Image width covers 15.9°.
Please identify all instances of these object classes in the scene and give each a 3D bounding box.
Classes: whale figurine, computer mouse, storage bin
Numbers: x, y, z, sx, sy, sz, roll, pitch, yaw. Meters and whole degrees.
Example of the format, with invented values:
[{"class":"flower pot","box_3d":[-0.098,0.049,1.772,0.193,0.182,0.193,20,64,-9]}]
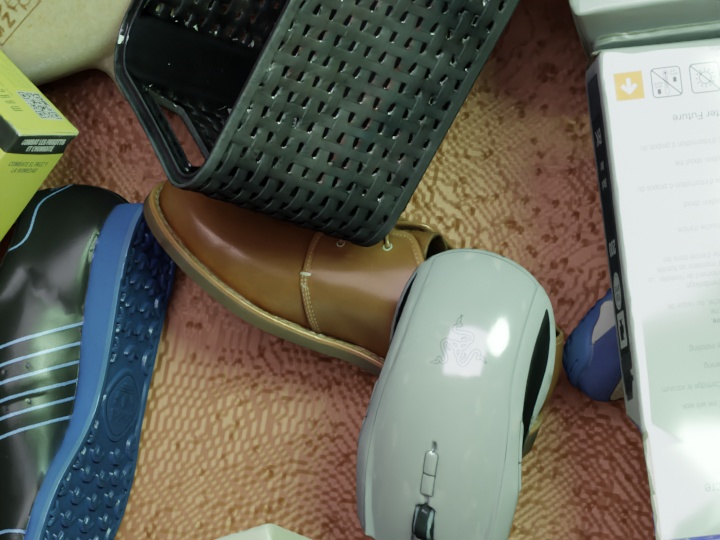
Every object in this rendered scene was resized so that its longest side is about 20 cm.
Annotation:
[{"class":"whale figurine","box_3d":[-0.138,-0.138,1.174,0.159,0.104,0.200,44,112,0]},{"class":"computer mouse","box_3d":[0.028,0.088,1.064,0.109,0.044,0.201,14,110,14]},{"class":"storage bin","box_3d":[-0.008,-0.128,1.050,0.200,0.094,0.135,-60,31,20]}]

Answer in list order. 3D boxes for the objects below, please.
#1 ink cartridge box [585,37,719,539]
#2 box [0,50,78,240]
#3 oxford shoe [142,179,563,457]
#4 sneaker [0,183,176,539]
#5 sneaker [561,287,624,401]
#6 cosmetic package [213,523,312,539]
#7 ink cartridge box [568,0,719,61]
[{"class":"ink cartridge box","box_3d":[0.199,0.002,1.025,0.197,0.043,0.201,-6,81,0]},{"class":"box","box_3d":[-0.212,-0.008,1.137,0.075,0.050,0.200,44,109,20]},{"class":"oxford shoe","box_3d":[0.000,0.000,1.107,0.200,0.071,0.071,29,122,10]},{"class":"sneaker","box_3d":[-0.142,0.060,1.139,0.078,0.070,0.201,9,77,24]},{"class":"sneaker","box_3d":[0.183,0.018,1.075,0.199,0.075,0.088,-26,76,6]},{"class":"cosmetic package","box_3d":[-0.035,0.209,0.996,0.087,0.103,0.201,-19,74,12]},{"class":"ink cartridge box","box_3d":[0.158,-0.186,1.088,0.145,0.145,0.201,-6,75,11]}]
